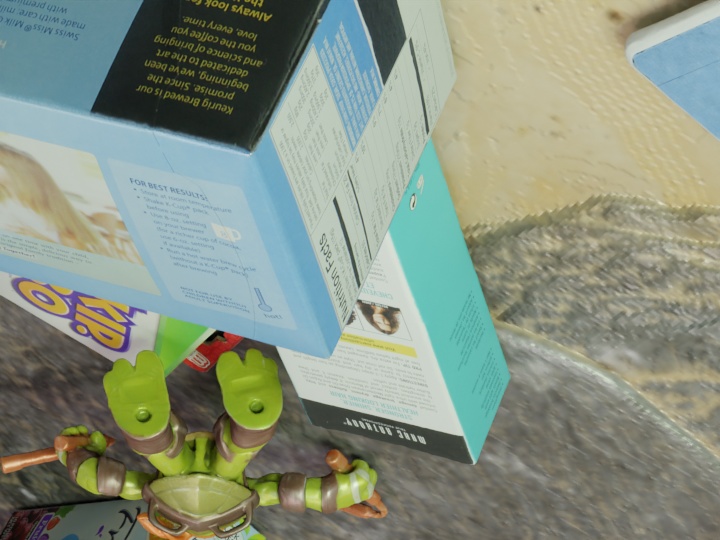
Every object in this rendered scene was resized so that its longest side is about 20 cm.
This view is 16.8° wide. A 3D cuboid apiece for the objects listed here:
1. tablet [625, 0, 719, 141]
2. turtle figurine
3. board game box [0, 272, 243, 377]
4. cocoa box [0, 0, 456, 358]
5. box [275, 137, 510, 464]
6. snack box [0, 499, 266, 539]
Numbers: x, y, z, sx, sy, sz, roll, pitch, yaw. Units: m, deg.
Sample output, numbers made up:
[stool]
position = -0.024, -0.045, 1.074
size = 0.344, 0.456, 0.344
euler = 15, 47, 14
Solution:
[tablet]
position = 0.189, -0.063, 0.774
size = 0.130, 0.014, 0.200
euler = 37, 150, -21
[turtle figurine]
position = -0.087, 0.095, 1.175
size = 0.199, 0.065, 0.161
euler = 9, 153, 5
[board game box]
position = -0.145, -0.010, 1.122
size = 0.199, 0.030, 0.096
euler = 29, 151, -12
[cocoa box]
position = -0.086, -0.075, 0.847
size = 0.199, 0.132, 0.134
euler = 14, 152, 20
[box]
position = 0.000, 0.000, 0.993
size = 0.082, 0.049, 0.200
euler = 12, 149, 24
[snack box]
position = -0.157, 0.198, 1.354
size = 0.053, 0.143, 0.200
euler = 43, 148, -27
